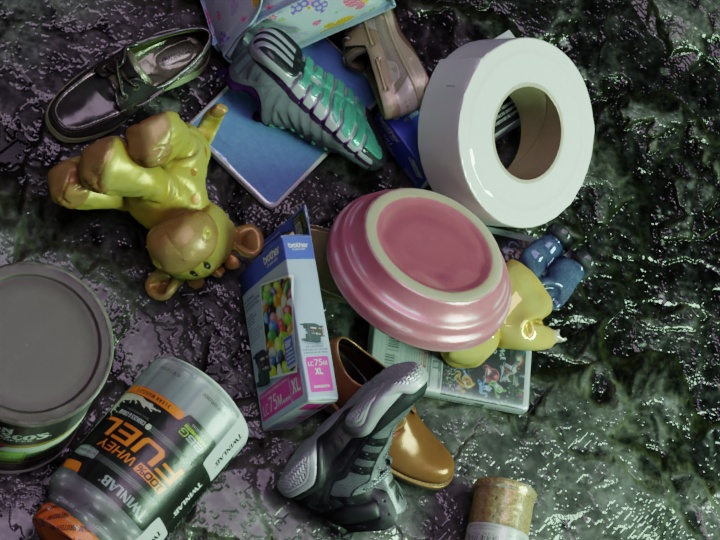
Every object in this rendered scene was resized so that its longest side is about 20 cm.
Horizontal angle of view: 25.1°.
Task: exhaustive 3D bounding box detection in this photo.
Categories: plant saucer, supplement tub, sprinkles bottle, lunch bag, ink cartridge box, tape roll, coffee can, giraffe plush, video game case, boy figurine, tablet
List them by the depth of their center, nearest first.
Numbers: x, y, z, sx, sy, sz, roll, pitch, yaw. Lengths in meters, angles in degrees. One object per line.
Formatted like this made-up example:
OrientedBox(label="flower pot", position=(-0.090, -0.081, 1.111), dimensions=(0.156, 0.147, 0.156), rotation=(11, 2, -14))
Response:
OrientedBox(label="coffee can", position=(-0.312, 0.094, 1.480), dimensions=(0.145, 0.200, 0.148), rotation=(6, 70, -15))
OrientedBox(label="supplement tub", position=(-0.208, 0.190, 1.524), dimensions=(0.122, 0.123, 0.200), rotation=(40, 65, -1))
OrientedBox(label="ink cartridge box", position=(-0.076, 0.048, 1.616), dimensions=(0.042, 0.119, 0.202), rotation=(1, 71, -27))
OrientedBox(label="giraffe plush", position=(-0.191, -0.060, 1.618), dimensions=(0.199, 0.172, 0.164), rotation=(-23, 89, -56))
OrientedBox(label="sprinkles bottle", position=(0.130, 0.312, 1.622), dimensions=(0.068, 0.068, 0.202), rotation=(17, 67, -12))
OrientedBox(label="plant saucer", position=(0.066, -0.012, 1.624), dimensions=(0.199, 0.051, 0.202), rotation=(15, 44, -15))
OrientedBox(label="boy figurine", position=(0.163, 0.039, 1.706), dimensions=(0.124, 0.064, 0.200), rotation=(46, 65, 6))
OrientedBox(label="lunch bag", position=(-0.085, -0.331, 1.725), dimensions=(0.198, 0.127, 0.171), rotation=(-21, 69, 14))
OrientedBox(label="video game case", position=(0.100, 0.042, 1.732), dimensions=(0.180, 0.023, 0.202), rotation=(12, 68, -14))
OrientedBox(label="tape roll", position=(0.157, -0.148, 1.733), dimensions=(0.201, 0.070, 0.205), rotation=(-4, 97, -37))
OrientedBox(label="tablet", position=(-0.079, -0.173, 1.753), dimensions=(0.130, 0.014, 0.200), rotation=(43, 65, 0))
OrientedBox(label="ink cartridge box", position=(0.116, -0.179, 1.801), dimensions=(0.199, 0.044, 0.094), rotation=(-34, 83, -25))

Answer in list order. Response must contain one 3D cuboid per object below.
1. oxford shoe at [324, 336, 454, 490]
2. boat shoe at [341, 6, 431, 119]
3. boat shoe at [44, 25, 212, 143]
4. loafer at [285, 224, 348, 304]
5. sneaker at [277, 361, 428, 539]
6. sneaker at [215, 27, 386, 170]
OrientedBox(label="oxford shoe", position=(0.028, 0.146, 1.636), dimensions=(0.200, 0.071, 0.072), rotation=(43, 44, -10))
OrientedBox(label="boat shoe", position=(0.010, -0.248, 1.763), dimensions=(0.064, 0.072, 0.201), rotation=(-23, 62, -9))
OrientedBox(label="boat shoe", position=(-0.239, -0.203, 1.681), dimensions=(0.200, 0.066, 0.072), rotation=(-32, 84, -25))
OrientedBox(label="loafer", position=(0.000, 0.000, 1.673), dimensions=(0.198, 0.068, 0.077), rotation=(22, 67, 6))
OrientedBox(label="sneaker", position=(0.018, 0.181, 1.586), dimensions=(0.114, 0.200, 0.076), rotation=(44, 23, -8))
OrientedBox(label="sneaker", position=(-0.060, -0.170, 1.726), dimensions=(0.200, 0.087, 0.075), rotation=(44, 34, -23))
